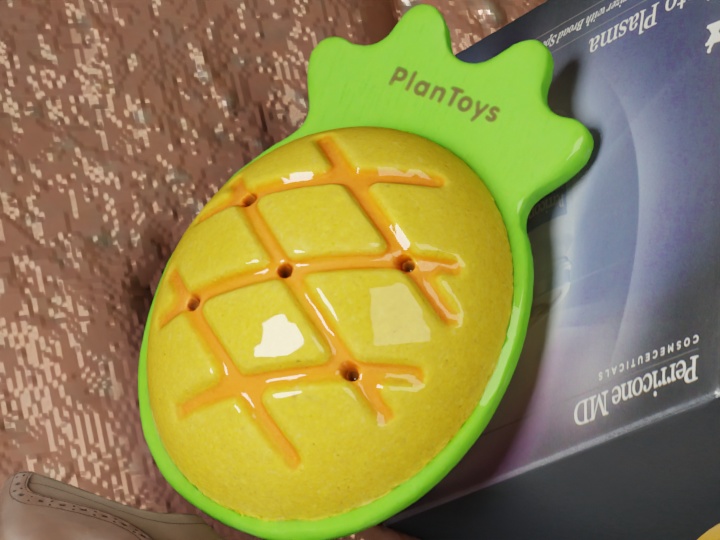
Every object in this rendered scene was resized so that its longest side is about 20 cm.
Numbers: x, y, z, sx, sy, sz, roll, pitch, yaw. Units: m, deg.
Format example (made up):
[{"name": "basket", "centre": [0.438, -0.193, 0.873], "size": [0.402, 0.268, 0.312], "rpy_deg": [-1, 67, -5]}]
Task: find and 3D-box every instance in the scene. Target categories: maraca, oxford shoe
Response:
[{"name": "maraca", "centre": [0.000, 0.000, 0.993], "size": [0.137, 0.107, 0.200], "rpy_deg": [22, 76, 23]}, {"name": "oxford shoe", "centre": [-0.039, 0.120, 0.966], "size": [0.200, 0.071, 0.073], "rpy_deg": [28, 38, -35]}]

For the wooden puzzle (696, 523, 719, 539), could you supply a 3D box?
[{"name": "wooden puzzle", "centre": [0.083, 0.153, 0.945], "size": [0.046, 0.185, 0.200], "rpy_deg": [43, 60, -5]}]

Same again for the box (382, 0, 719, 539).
[{"name": "box", "centre": [0.117, -0.003, 1.031], "size": [0.123, 0.200, 0.199], "rpy_deg": [20, 63, -27]}]
